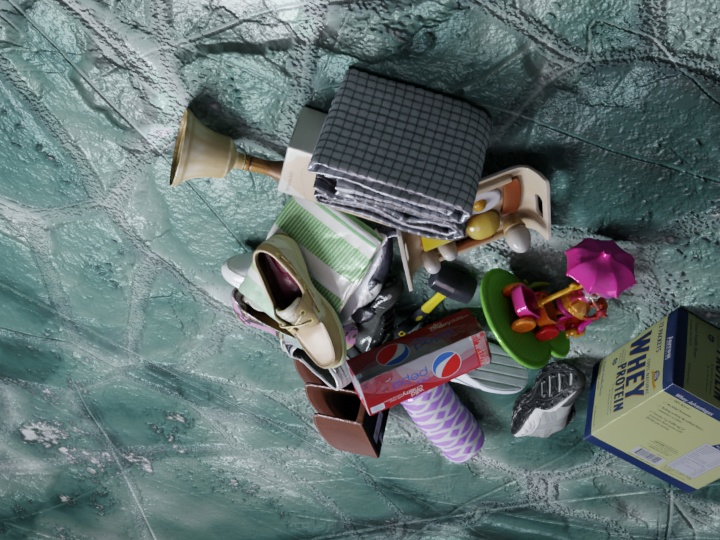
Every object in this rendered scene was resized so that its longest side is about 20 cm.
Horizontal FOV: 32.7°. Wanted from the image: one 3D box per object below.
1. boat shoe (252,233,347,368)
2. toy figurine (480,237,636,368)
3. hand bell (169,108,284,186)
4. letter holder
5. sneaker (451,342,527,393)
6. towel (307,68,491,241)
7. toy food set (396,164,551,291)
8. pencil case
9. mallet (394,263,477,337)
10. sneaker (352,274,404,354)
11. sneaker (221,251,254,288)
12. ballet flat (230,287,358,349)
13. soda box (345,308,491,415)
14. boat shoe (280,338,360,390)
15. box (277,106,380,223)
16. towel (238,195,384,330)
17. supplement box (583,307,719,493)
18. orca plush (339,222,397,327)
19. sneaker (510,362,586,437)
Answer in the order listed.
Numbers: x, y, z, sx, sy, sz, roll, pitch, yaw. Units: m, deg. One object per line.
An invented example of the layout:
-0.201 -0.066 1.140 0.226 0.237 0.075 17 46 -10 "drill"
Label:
-0.089 0.049 1.658 0.074 0.066 0.200 -30 90 31 "boat shoe"
0.293 0.033 1.640 0.184 0.150 0.200 -31 145 32 "toy figurine"
-0.142 -0.140 1.613 0.200 0.104 0.104 12 144 -14 "hand bell"
-0.040 0.213 1.941 0.142 0.101 0.200 9 158 12 "letter holder"
0.155 0.140 1.862 0.200 0.073 0.071 18 165 -1 "sneaker"
0.047 -0.134 1.473 0.200 0.166 0.086 16 148 0 "towel"
0.145 -0.046 1.555 0.200 0.060 0.144 -21 150 -2 "toy food set"
0.123 0.226 1.958 0.085 0.084 0.200 27 158 51 "pencil case"
0.091 0.049 1.789 0.066 0.041 0.200 29 144 -18 "mallet"
0.025 0.076 1.799 0.091 0.066 0.200 48 142 2 "sneaker"
-0.102 -0.018 1.753 0.200 0.075 0.100 0 133 7 "sneaker"
-0.102 0.068 1.777 0.200 0.069 0.071 18 166 18 "ballet flat"
0.085 0.132 1.775 0.200 0.070 0.063 -22 122 -7 "soda box"
-0.086 0.104 1.833 0.200 0.066 0.072 42 144 13 "boat shoe"
0.003 -0.126 1.566 0.200 0.078 0.095 16 142 -1 "box"
-0.068 -0.006 1.684 0.152 0.023 0.200 37 119 13 "towel"
0.462 0.190 1.747 0.200 0.134 0.200 28 141 -15 "supplement box"
0.000 0.000 1.706 0.105 0.071 0.200 27 114 18 "orca plush"
0.300 0.201 1.881 0.079 0.074 0.200 13 149 -12 "sneaker"
